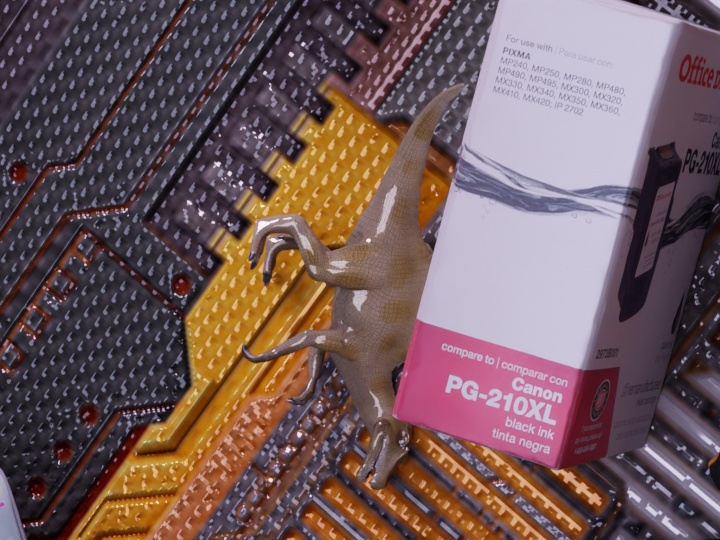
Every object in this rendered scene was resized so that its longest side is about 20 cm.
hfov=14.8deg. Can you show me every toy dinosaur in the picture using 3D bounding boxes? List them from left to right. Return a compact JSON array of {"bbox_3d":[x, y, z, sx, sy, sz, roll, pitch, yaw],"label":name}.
[{"bbox_3d":[0.000,0.000,1.331,0.101,0.058,0.200,9,101,7],"label":"toy dinosaur"}]

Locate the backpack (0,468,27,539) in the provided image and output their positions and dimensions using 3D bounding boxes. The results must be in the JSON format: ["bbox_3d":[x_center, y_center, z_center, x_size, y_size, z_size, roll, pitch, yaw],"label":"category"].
[{"bbox_3d":[-0.232,0.187,1.355,0.200,0.153,0.176,-29,79,57],"label":"backpack"}]

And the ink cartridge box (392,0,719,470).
[{"bbox_3d":[0.098,-0.022,1.232,0.084,0.145,0.200,17,97,20],"label":"ink cartridge box"}]

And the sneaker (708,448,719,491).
[{"bbox_3d":[0.202,0.021,1.232,0.077,0.078,0.200,7,77,59],"label":"sneaker"}]

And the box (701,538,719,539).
[{"bbox_3d":[0.179,0.201,1.252,0.200,0.049,0.161,-5,91,21],"label":"box"}]
